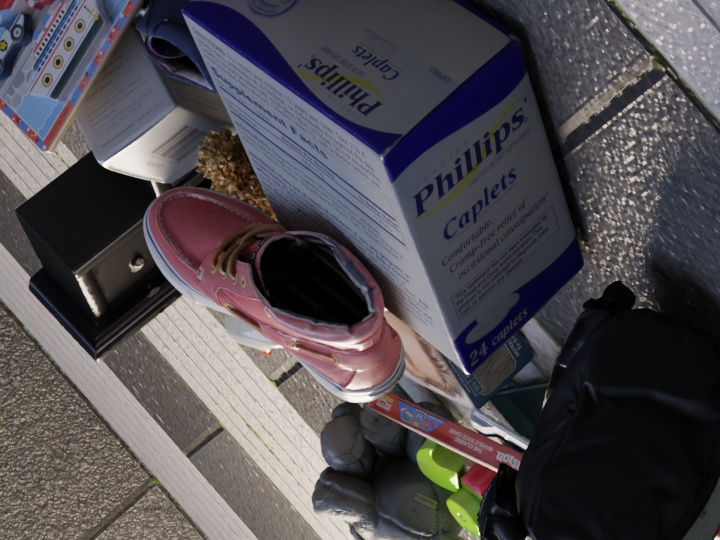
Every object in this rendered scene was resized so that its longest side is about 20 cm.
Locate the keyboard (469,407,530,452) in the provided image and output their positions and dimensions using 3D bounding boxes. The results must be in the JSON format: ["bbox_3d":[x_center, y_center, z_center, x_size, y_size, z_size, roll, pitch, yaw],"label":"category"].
[{"bbox_3d":[0.101,0.113,1.401,0.056,0.011,0.200,26,176,7],"label":"keyboard"}]

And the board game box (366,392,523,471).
[{"bbox_3d":[0.105,0.137,1.478,0.200,0.019,0.103,23,173,42],"label":"board game box"}]

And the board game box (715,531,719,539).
[{"bbox_3d":[0.257,0.195,1.309,0.096,0.030,0.200,56,165,-24],"label":"board game box"}]

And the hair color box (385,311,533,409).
[{"bbox_3d":[0.027,0.022,1.461,0.100,0.061,0.200,56,163,-27],"label":"hair color box"}]

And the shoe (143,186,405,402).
[{"bbox_3d":[-0.057,-0.005,1.232,0.200,0.071,0.091,37,162,24],"label":"shoe"}]

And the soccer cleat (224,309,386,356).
[{"bbox_3d":[0.000,0.000,1.318,0.069,0.199,0.078,-78,-30,-50],"label":"soccer cleat"}]

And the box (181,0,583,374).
[{"bbox_3d":[0.016,-0.074,1.177,0.184,0.105,0.200,38,162,37],"label":"box"}]

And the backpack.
[{"bbox_3d":[0.148,0.118,1.181,0.126,0.167,0.200,28,167,10],"label":"backpack"}]

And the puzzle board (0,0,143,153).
[{"bbox_3d":[-0.195,-0.199,1.324,0.151,0.200,0.017,43,-161,30],"label":"puzzle board"}]

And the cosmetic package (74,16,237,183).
[{"bbox_3d":[-0.170,-0.164,1.390,0.200,0.074,0.102,60,-164,17],"label":"cosmetic package"}]

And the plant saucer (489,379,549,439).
[{"bbox_3d":[0.143,0.101,1.412,0.070,0.019,0.200,50,164,-4],"label":"plant saucer"}]

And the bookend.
[{"bbox_3d":[-0.164,-0.068,1.511,0.092,0.199,0.200,43,163,27],"label":"bookend"}]

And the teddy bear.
[{"bbox_3d":[-0.049,-0.034,1.374,0.199,0.067,0.145,-5,135,20],"label":"teddy bear"}]

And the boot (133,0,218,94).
[{"bbox_3d":[-0.119,-0.181,1.320,0.200,0.090,0.073,32,158,46],"label":"boot"}]

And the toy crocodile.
[{"bbox_3d":[0.125,0.187,1.571,0.200,0.067,0.062,40,162,31],"label":"toy crocodile"}]

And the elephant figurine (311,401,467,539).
[{"bbox_3d":[0.035,0.176,1.735,0.141,0.156,0.200,3,168,5],"label":"elephant figurine"}]
